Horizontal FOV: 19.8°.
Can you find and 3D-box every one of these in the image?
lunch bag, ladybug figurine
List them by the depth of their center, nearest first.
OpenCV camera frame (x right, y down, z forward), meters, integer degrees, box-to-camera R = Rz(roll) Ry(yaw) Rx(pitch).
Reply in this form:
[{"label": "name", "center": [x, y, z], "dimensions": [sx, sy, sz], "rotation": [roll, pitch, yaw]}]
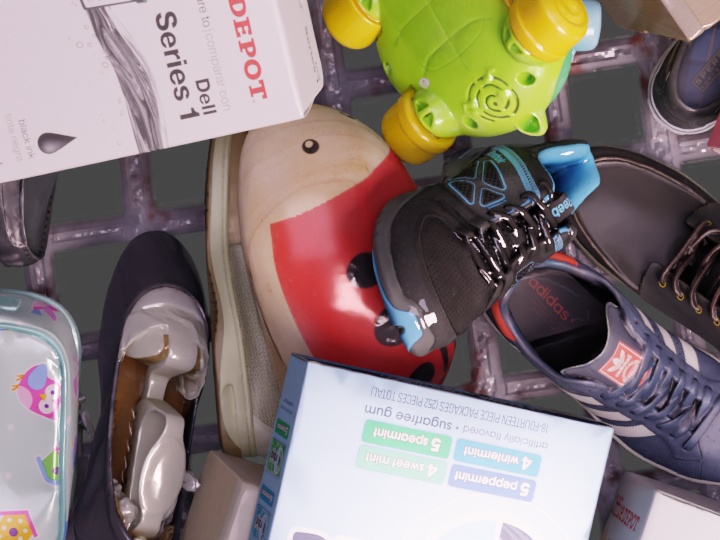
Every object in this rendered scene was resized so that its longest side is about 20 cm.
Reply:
[{"label": "ladybug figurine", "center": [0.000, 0.000, 1.128], "dimensions": [0.071, 0.136, 0.201], "rotation": [-8, 116, 32]}, {"label": "lunch bag", "center": [-0.249, 0.083, 1.152], "dimensions": [0.198, 0.077, 0.162], "rotation": [3, 100, -1]}]

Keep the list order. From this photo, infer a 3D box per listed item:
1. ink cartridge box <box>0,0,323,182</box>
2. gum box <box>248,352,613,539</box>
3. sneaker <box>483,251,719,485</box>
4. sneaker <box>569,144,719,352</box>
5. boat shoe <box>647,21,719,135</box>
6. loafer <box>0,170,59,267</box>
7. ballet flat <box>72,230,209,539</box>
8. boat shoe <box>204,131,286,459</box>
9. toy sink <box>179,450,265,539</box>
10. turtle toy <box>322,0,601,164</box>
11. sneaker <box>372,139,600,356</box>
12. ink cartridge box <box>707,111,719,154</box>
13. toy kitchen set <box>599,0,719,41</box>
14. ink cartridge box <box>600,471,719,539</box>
[{"label": "ink cartridge box", "center": [-0.132, -0.135, 1.067], "dimensions": [0.198, 0.084, 0.147], "rotation": [-12, 105, 8]}, {"label": "gum box", "center": [0.025, 0.158, 1.057], "dimensions": [0.169, 0.045, 0.202], "rotation": [12, 90, -16]}, {"label": "sneaker", "center": [0.151, 0.057, 1.157], "dimensions": [0.199, 0.085, 0.075], "rotation": [32, 89, 0]}, {"label": "sneaker", "center": [0.196, -0.004, 1.147], "dimensions": [0.199, 0.106, 0.075], "rotation": [37, 90, 0]}, {"label": "boat shoe", "center": [0.238, -0.161, 1.174], "dimensions": [0.068, 0.057, 0.201], "rotation": [37, 90, 1]}, {"label": "loafer", "center": [-0.179, -0.102, 1.168], "dimensions": [0.070, 0.068, 0.202], "rotation": [3, 86, 8]}, {"label": "ballet flat", "center": [-0.113, 0.072, 1.146], "dimensions": [0.072, 0.073, 0.202], "rotation": [9, 75, 0]}, {"label": "boat shoe", "center": [-0.055, 0.006, 1.167], "dimensions": [0.063, 0.073, 0.203], "rotation": [-3, 92, -4]}, {"label": "toy sink", "center": [-0.004, 0.195, 1.134], "dimensions": [0.199, 0.112, 0.131], "rotation": [18, 90, -15]}, {"label": "turtle toy", "center": [0.059, -0.163, 1.146], "dimensions": [0.146, 0.101, 0.201], "rotation": [-36, 76, 39]}, {"label": "sneaker", "center": [0.067, -0.024, 1.091], "dimensions": [0.081, 0.200, 0.074], "rotation": [-13, 112, 28]}, {"label": "ink cartridge box", "center": [0.298, -0.130, 1.132], "dimensions": [0.146, 0.083, 0.201], "rotation": [22, 89, -31]}, {"label": "toy kitchen set", "center": [0.163, -0.255, 1.098], "dimensions": [0.163, 0.180, 0.200], "rotation": [-37, 101, 2]}, {"label": "ink cartridge box", "center": [0.185, 0.228, 1.125], "dimensions": [0.144, 0.145, 0.201], "rotation": [20, 89, 1]}]
